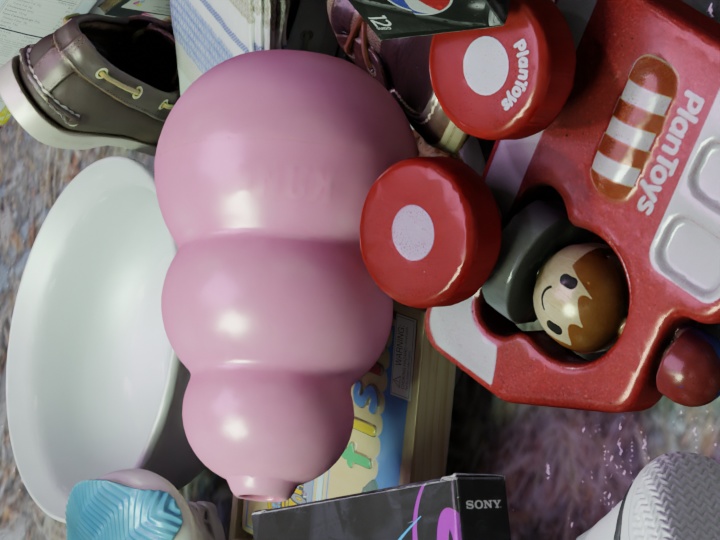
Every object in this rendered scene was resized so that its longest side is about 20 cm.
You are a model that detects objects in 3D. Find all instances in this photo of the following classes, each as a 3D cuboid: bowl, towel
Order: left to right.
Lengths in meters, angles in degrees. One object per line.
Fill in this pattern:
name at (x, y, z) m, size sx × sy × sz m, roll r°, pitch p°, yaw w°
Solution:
bowl at (-0.113, 0.043, 1.451) m, size 0.201 × 0.090 × 0.203 m, roll -22°, pitch 63°, yaw 54°
towel at (-0.066, -0.131, 1.326) m, size 0.147 × 0.024 × 0.201 m, roll -130°, pitch 31°, yaw -52°

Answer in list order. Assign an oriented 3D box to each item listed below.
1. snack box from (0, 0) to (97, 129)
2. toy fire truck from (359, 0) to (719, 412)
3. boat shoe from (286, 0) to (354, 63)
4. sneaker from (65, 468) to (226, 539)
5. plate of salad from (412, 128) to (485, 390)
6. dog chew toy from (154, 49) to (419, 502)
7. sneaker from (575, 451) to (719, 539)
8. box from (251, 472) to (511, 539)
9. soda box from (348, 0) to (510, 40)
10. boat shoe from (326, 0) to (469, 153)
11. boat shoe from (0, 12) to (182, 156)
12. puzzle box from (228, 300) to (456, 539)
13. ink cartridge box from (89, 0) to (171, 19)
snack box at (-0.208, -0.202, 1.529) m, size 0.200 × 0.067 × 0.170 m, roll -46°, pitch 46°, yaw 44°
toy fire truck at (0.106, -0.027, 1.132) m, size 0.168 × 0.112 × 0.201 m, roll 36°, pitch 114°, yaw 34°
boat shoe at (-0.039, -0.126, 1.404) m, size 0.074 × 0.066 × 0.201 m, roll 48°, pitch 122°, yaw 51°
sneaker at (-0.105, 0.144, 1.363) m, size 0.200 × 0.080 × 0.077 m, roll 118°, pitch 130°, yaw -67°
plate of salad at (0.000, 0.000, 1.328) m, size 0.200 × 0.048 × 0.202 m, roll -20°, pitch 66°, yaw 53°
dog chew toy at (-0.037, 0.004, 1.199) m, size 0.124 × 0.124 × 0.201 m, roll -15°, pitch 66°, yaw 55°
sneaker at (0.121, 0.184, 1.072) m, size 0.115 × 0.075 × 0.201 m, roll -41°, pitch 45°, yaw 47°
box at (0.015, 0.194, 1.128) m, size 0.143 × 0.036 × 0.202 m, roll -15°, pitch 78°, yaw 49°
soda box at (0.037, -0.202, 1.114) m, size 0.063 × 0.071 × 0.201 m, roll -3°, pitch 63°, yaw 27°
boat shoe at (0.016, -0.115, 1.265) m, size 0.200 × 0.072 × 0.072 m, roll -108°, pitch 38°, yaw -63°
boat shoe at (-0.121, -0.107, 1.437) m, size 0.059 × 0.200 × 0.072 m, roll -39°, pitch 76°, yaw 23°
puzzle box at (-0.012, 0.098, 1.288) m, size 0.133 × 0.025 × 0.201 m, roll 19°, pitch 108°, yaw 47°
ink cartridge box at (-0.126, -0.219, 1.547) m, size 0.200 × 0.084 × 0.146 m, roll -26°, pitch 61°, yaw 52°
